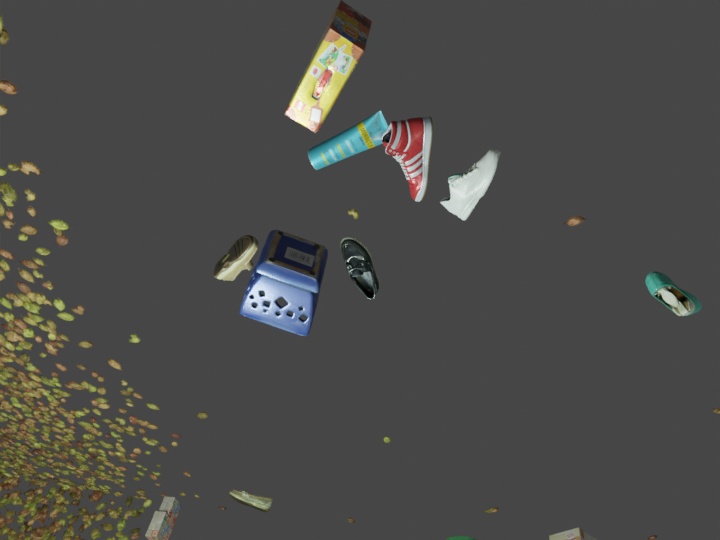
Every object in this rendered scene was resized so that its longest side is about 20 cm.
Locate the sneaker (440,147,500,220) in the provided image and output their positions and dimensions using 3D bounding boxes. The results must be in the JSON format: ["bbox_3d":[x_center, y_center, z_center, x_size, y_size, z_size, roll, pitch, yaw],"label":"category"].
[{"bbox_3d":[0.250,-0.207,1.331,0.087,0.076,0.201,27,133,0],"label":"sneaker"}]

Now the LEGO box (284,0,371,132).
[{"bbox_3d":[-0.064,-0.405,1.145,0.076,0.150,0.200,26,131,-15],"label":"LEGO box"}]

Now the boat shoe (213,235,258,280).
[{"bbox_3d":[-0.330,-0.031,1.598,0.075,0.073,0.199,25,141,-32],"label":"boat shoe"}]

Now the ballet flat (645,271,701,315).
[{"bbox_3d":[0.814,0.079,1.487,0.198,0.071,0.067,32,129,-19],"label":"ballet flat"}]

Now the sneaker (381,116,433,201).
[{"bbox_3d":[0.099,-0.249,1.301,0.110,0.072,0.203,-3,125,-6],"label":"sneaker"}]

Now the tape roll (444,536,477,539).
[{"bbox_3d":[0.480,1.308,2.680,0.196,0.049,0.203,5,133,5],"label":"tape roll"}]

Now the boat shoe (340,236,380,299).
[{"bbox_3d":[-0.002,0.001,1.560,0.073,0.067,0.201,-9,130,18],"label":"boat shoe"}]

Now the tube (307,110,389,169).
[{"bbox_3d":[-0.025,-0.293,1.316,0.197,0.051,0.078,-21,136,18],"label":"tube"}]

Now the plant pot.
[{"bbox_3d":[-0.192,0.021,1.529,0.197,0.202,0.181,19,127,-7],"label":"plant pot"}]

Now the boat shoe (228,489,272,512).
[{"bbox_3d":[-0.496,1.029,2.598,0.197,0.064,0.074,21,145,0],"label":"boat shoe"}]

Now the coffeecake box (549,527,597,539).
[{"bbox_3d":[0.939,1.199,2.474,0.199,0.074,0.153,36,129,-21],"label":"coffeecake box"}]

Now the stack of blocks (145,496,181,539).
[{"bbox_3d":[-0.923,1.173,2.696,0.057,0.202,0.117,1,133,12],"label":"stack of blocks"}]
